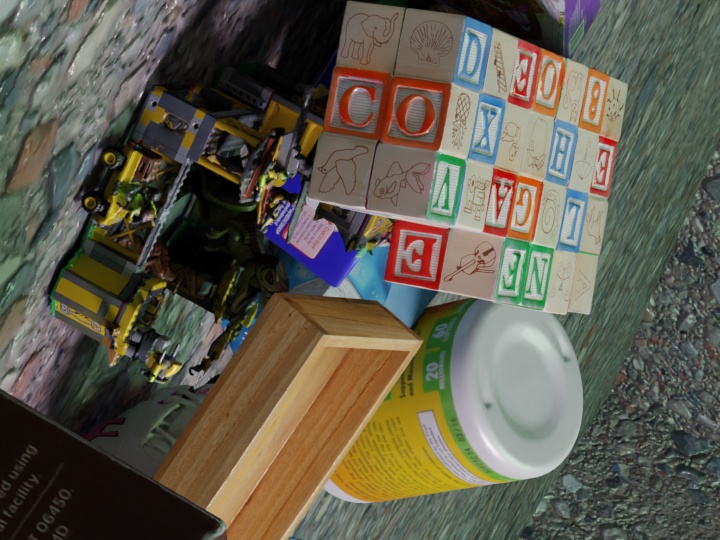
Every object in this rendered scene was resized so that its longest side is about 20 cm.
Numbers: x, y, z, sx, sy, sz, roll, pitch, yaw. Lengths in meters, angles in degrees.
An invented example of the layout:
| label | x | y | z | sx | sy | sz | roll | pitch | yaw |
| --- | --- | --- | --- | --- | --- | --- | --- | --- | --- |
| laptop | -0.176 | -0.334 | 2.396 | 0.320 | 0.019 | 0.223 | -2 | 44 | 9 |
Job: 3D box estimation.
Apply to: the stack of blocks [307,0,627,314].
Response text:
| label | x | y | z | sx | sy | sz | roll | pitch | yaw |
| --- | --- | --- | --- | --- | --- | --- | --- | --- | --- |
| stack of blocks | 0.051 | -0.046 | 1.072 | 0.200 | 0.058 | 0.115 | 10 | 90 | -64 |

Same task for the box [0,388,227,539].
| label | x | y | z | sx | sy | sz | roll | pitch | yaw |
| --- | --- | --- | --- | --- | --- | --- | --- | --- | --- |
| box | -0.155 | 0.148 | 0.868 | 0.166 | 0.164 | 0.200 | -57 | 168 | -21 |

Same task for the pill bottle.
| label | x | y | z | sx | sy | sz | roll | pitch | yaw |
| --- | --- | --- | --- | --- | --- | --- | --- | --- | --- |
| pill bottle | 0.026 | 0.083 | 1.453 | 0.200 | 0.111 | 0.111 | -14 | -153 | 41 |

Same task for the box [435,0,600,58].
| label | x | y | z | sx | sy | sz | roll | pitch | yaw |
| --- | --- | --- | --- | --- | --- | --- | --- | --- | --- |
| box | 0.042 | -0.169 | 1.064 | 0.039 | 0.137 | 0.200 | -59 | 169 | -10 |

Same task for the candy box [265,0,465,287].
| label | x | y | z | sx | sy | sz | roll | pitch | yaw |
| --- | --- | --- | --- | --- | --- | --- | --- | --- | --- |
| candy box | 0.037 | -0.111 | 1.258 | 0.200 | 0.077 | 0.169 | -53 | 180 | -40 |

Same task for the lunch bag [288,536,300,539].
| label | x | y | z | sx | sy | sz | roll | pitch | yaw |
| --- | --- | --- | --- | --- | --- | --- | --- | --- | --- |
| lunch bag | -0.066 | 0.281 | 1.694 | 0.170 | 0.127 | 0.200 | -63 | 159 | 6 |

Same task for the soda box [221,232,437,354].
| label | x | y | z | sx | sy | sz | roll | pitch | yaw |
| --- | --- | --- | --- | --- | --- | --- | --- | --- | --- |
| soda box | 0.000 | 0.000 | 1.408 | 0.200 | 0.064 | 0.068 | -51 | 128 | -45 |

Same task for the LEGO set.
| label | x | y | z | sx | sy | sz | roll | pitch | yaw |
| --- | --- | --- | --- | --- | --- | --- | --- | --- | --- |
| LEGO set | -0.043 | -0.015 | 1.098 | 0.154 | 0.116 | 0.200 | -63 | 168 | 5 |

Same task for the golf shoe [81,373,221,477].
| label | x | y | z | sx | sy | sz | roll | pitch | yaw |
| --- | --- | --- | --- | --- | --- | --- | --- | --- | --- |
| golf shoe | -0.105 | 0.092 | 1.200 | 0.092 | 0.073 | 0.200 | -58 | 176 | 7 |

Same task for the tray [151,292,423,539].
| label | x | y | z | sx | sy | sz | roll | pitch | yaw |
| --- | --- | --- | --- | --- | --- | --- | --- | --- | --- |
| tray | -0.059 | 0.101 | 1.105 | 0.200 | 0.037 | 0.099 | -57 | 155 | 14 |
